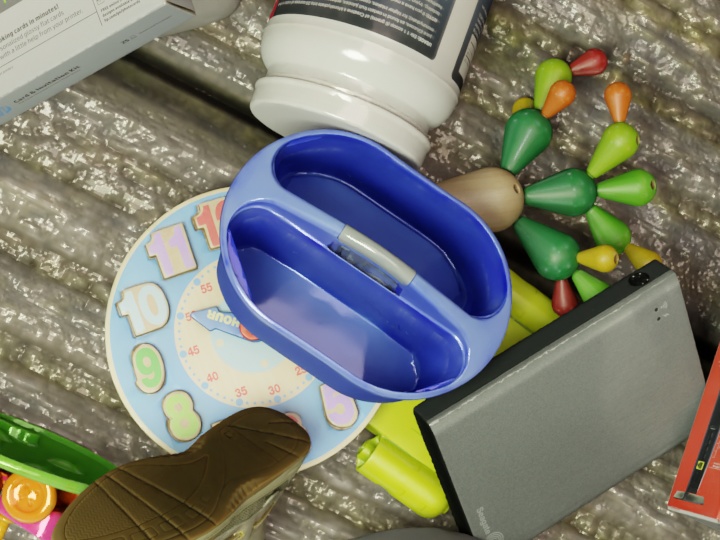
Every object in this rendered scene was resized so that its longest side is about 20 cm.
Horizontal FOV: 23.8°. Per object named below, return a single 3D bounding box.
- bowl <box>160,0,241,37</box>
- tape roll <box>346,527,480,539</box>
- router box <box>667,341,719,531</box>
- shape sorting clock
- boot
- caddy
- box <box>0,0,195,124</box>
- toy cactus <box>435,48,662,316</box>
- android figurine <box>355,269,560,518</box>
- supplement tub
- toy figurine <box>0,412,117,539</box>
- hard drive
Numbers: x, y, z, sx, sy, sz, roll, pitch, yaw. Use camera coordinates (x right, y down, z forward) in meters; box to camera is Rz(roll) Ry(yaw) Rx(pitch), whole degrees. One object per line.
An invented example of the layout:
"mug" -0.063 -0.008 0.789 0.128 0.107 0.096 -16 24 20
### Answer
"bowl" -0.179 -0.255 1.147 0.200 0.075 0.200 -12 89 -14
"tape roll" 0.034 0.273 1.139 0.200 0.066 0.200 -2 108 -7
"router box" 0.323 0.117 1.229 0.200 0.049 0.180 26 80 -37
"shape sorting clock" -0.072 0.040 1.155 0.200 0.039 0.200 1 78 -4
"boot" -0.120 0.184 1.070 0.072 0.155 0.200 36 36 23
"caddy" 0.000 0.000 1.103 0.200 0.105 0.141 34 72 -4
"box" -0.204 -0.214 1.057 0.156 0.041 0.200 -25 76 20
"toy cactus" 0.125 -0.055 1.207 0.165 0.102 0.200 -7 84 -10
"android figurine" 0.076 0.088 1.211 0.200 0.041 0.182 38 78 -8
"supplement tub" 0.016 -0.180 1.158 0.140 0.140 0.200 22 81 -12
"toy figurine" -0.269 0.182 1.081 0.200 0.150 0.184 24 90 8
"hard drive" 0.141 0.098 1.164 0.200 0.033 0.140 -30 125 -13
